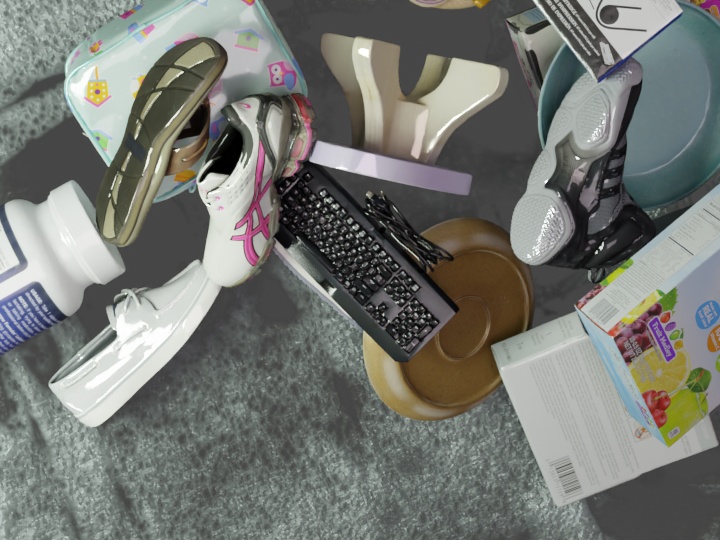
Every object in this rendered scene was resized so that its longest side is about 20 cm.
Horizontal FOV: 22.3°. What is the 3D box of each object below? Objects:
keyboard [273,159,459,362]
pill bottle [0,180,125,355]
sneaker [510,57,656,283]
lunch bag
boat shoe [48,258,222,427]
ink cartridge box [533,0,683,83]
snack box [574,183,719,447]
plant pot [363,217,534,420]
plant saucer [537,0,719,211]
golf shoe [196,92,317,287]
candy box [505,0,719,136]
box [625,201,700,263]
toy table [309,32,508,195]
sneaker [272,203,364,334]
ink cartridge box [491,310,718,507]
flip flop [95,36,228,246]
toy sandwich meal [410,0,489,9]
[{"bbox_3d":[0.003,-0.019,1.635,0.200,0.040,0.104,45,91,0],"label":"keyboard"},{"bbox_3d":[-0.317,0.009,1.617,0.199,0.116,0.116,-29,110,0],"label":"pill bottle"},{"bbox_3d":[0.218,-0.086,1.617,0.113,0.075,0.201,21,100,-30],"label":"sneaker"},{"bbox_3d":[-0.155,-0.160,1.615,0.199,0.077,0.161,-31,115,2],"label":"lunch bag"},{"bbox_3d":[-0.207,0.054,1.683,0.068,0.072,0.200,41,105,-19],"label":"boat shoe"},{"bbox_3d":[0.176,-0.267,1.550,0.094,0.044,0.200,-38,87,8],"label":"ink cartridge box"},{"bbox_3d":[0.309,0.035,1.647,0.200,0.068,0.169,-40,132,-8],"label":"snack box"},{"bbox_3d":[0.091,0.051,1.715,0.199,0.027,0.202,-13,114,-32],"label":"plant pot"},{"bbox_3d":[0.251,-0.153,1.653,0.198,0.036,0.202,-4,112,-10],"label":"plant saucer"},{"bbox_3d":[-0.111,-0.071,1.592,0.091,0.073,0.201,-3,129,-34],"label":"golf shoe"},{"bbox_3d":[0.250,-0.204,1.686,0.199,0.061,0.137,-23,112,-4],"label":"candy box"},{"bbox_3d":[0.367,0.001,1.765,0.198,0.079,0.142,-20,114,-4],"label":"box"},{"bbox_3d":[0.037,-0.138,1.616,0.182,0.200,0.118,14,96,17],"label":"toy table"},{"bbox_3d":[0.000,0.000,1.699,0.200,0.070,0.082,42,99,-21],"label":"sneaker"},{"bbox_3d":[0.237,0.121,1.758,0.172,0.044,0.201,-22,127,4],"label":"ink cartridge box"},{"bbox_3d":[-0.163,-0.108,1.555,0.057,0.081,0.201,14,111,-35],"label":"flip flop"},{"bbox_3d":[0.093,-0.327,1.613,0.203,0.070,0.207,-3,108,-10],"label":"toy sandwich meal"}]
